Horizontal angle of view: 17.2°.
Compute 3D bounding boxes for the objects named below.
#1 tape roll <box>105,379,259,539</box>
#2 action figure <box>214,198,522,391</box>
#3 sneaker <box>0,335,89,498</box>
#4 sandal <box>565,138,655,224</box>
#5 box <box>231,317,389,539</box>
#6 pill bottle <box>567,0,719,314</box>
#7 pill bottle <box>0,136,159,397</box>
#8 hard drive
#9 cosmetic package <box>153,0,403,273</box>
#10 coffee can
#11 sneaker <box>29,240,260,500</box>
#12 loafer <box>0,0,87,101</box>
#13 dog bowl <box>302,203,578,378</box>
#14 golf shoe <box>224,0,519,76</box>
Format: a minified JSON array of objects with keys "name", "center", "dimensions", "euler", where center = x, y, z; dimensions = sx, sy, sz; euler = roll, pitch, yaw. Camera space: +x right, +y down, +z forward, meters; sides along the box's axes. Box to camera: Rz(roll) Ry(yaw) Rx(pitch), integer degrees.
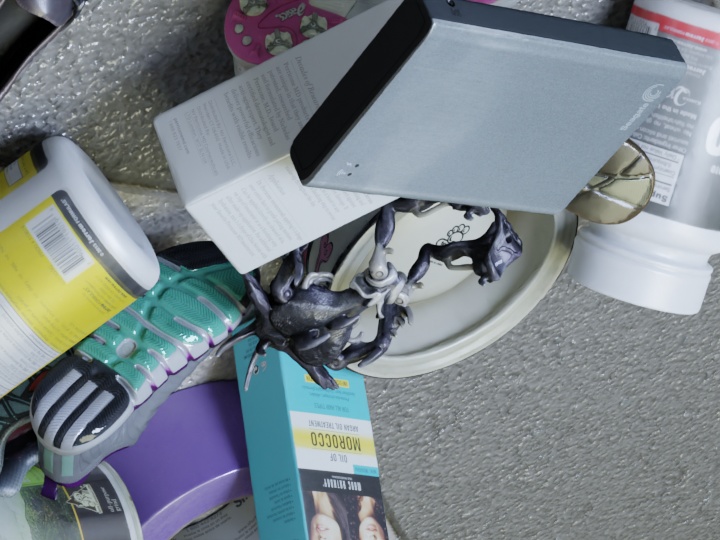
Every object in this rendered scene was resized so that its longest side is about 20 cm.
[{"name":"tape roll","center":[-0.113,0.180,1.750],"dimensions":[0.199,0.085,0.201],"euler":[-20,141,-17]},{"name":"action figure","center":[0.000,0.000,1.515],"dimensions":[0.199,0.102,0.119],"euler":[-27,120,14]},{"name":"sneaker","center":[-0.181,0.079,1.575],"dimensions":[0.199,0.096,0.079],"euler":[-36,144,4]},{"name":"sandal","center":[0.108,-0.106,1.558],"dimensions":[0.199,0.055,0.082],"euler":[32,113,-9]},{"name":"box","center":[-0.033,0.131,1.658],"dimensions":[0.082,0.201,0.049],"euler":[10,153,-43]},{"name":"pill bottle","center":[0.214,-0.079,1.620],"dimensions":[0.113,0.114,0.201],"euler":[6,104,-41]},{"name":"pill bottle","center":[-0.230,0.017,1.455],"dimensions":[0.199,0.112,0.112],"euler":[-35,143,3]},{"name":"hard drive","center":[0.076,-0.093,1.380],"dimensions":[0.199,0.033,0.140],"euler":[5,139,-39]},{"name":"cosmetic package","center":[-0.012,-0.087,1.435],"dimensions":[0.199,0.072,0.102],"euler":[-25,150,6]},{"name":"coffee can","center":[-0.265,0.208,1.615],"dimensions":[0.199,0.147,0.147],"euler":[-3,134,-34]},{"name":"sneaker","center":[-0.143,0.060,1.524],"dimensions":[0.200,0.074,0.088],"euler":[-42,161,-36]},{"name":"loafer","center":[-0.190,-0.143,1.345],"dimensions":[0.200,0.063,0.072],"euler":[-47,142,17]},{"name":"dog bowl","center":[0.048,-0.021,1.653],"dimensions":[0.199,0.074,0.201],"euler":[-20,141,-17]},{"name":"golf shoe","center":[0.011,-0.155,1.486],"dimensions":[0.199,0.076,0.092],"euler":[-16,149,-10]}]
